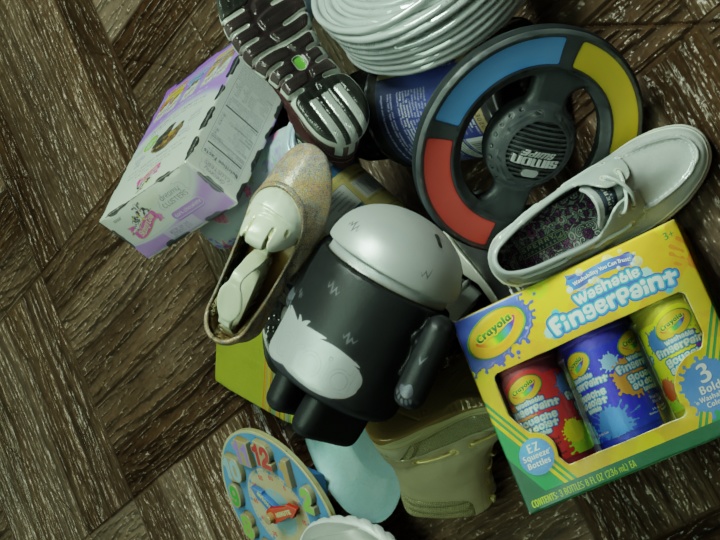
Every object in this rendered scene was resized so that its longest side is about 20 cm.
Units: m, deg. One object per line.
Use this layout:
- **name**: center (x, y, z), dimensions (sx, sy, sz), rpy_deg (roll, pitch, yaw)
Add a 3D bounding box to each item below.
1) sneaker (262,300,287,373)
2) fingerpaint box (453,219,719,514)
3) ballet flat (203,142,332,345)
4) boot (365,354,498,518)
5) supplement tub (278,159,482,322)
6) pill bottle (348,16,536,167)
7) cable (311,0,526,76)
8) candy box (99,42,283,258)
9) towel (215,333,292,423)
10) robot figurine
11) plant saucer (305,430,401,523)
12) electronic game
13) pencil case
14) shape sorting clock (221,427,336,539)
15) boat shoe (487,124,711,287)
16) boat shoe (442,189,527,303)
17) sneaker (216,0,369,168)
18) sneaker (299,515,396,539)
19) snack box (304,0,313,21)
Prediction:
- **sneaker**: center (-0.062, 0.045, 1.323), dimensions (0.201, 0.073, 0.081), rpy_deg (-83, 7, -53)
- **fingerpaint box**: center (0.197, 0.078, 1.052), dimensions (0.199, 0.073, 0.168), rpy_deg (-25, 78, 17)
- **ballet flat**: center (-0.082, -0.015, 1.129), dimensions (0.068, 0.067, 0.201), rpy_deg (31, 116, 17)
- **boot**: center (0.115, 0.149, 1.199), dimensions (0.156, 0.198, 0.073), rpy_deg (68, 180, -45)
- **supplement tub**: center (0.000, 0.000, 1.218), dimensions (0.200, 0.145, 0.145), rpy_deg (42, 127, 7)
- **pill bottle**: center (0.074, -0.151, 1.165), dimensions (0.199, 0.111, 0.113), rpy_deg (-5, 94, 45)
- **cable**: center (0.057, -0.253, 1.117), dimensions (0.198, 0.069, 0.201), rpy_deg (-2, 52, 37)
- **candy box**: center (-0.165, -0.131, 1.357), dimensions (0.071, 0.201, 0.167), rpy_deg (39, 140, -24)
- **towel**: center (-0.110, 0.102, 1.438), dimensions (0.199, 0.018, 0.087), rpy_deg (17, 105, 57)
- **robot figurine**: center (0.003, 0.044, 1.085), dimensions (0.149, 0.125, 0.201), rpy_deg (29, 99, 6)
- **plant saucer**: center (0.001, 0.152, 1.331), dimensions (0.200, 0.038, 0.203), rpy_deg (30, 127, 50)
- **electronic game**: center (0.136, -0.103, 1.059), dimensions (0.042, 0.198, 0.202), rpy_deg (-118, 41, -52)
- **pencil case**: center (-0.096, -0.094, 1.370), dimensions (0.199, 0.083, 0.092), rpy_deg (-28, 62, 44)
- **shape sorting clock**: center (-0.088, 0.264, 1.436), dimensions (0.199, 0.039, 0.202), rpy_deg (28, 130, 39)
- **boat shoe**: center (0.187, -0.052, 1.038), dimensions (0.198, 0.068, 0.073), rpy_deg (-25, 86, 8)
- **boat shoe**: center (0.151, 0.011, 1.149), dimensions (0.200, 0.073, 0.061), rpy_deg (51, 124, 29)
- **sneaker**: center (-0.064, -0.169, 1.164), dimensions (0.201, 0.075, 0.116), rpy_deg (59, 168, 18)
- **sneaker**: center (0.016, 0.306, 1.296), dimensions (0.198, 0.082, 0.075), rpy_deg (16, 138, 31)
- **snack box**: center (-0.071, -0.328, 1.246), dimensions (0.201, 0.067, 0.170), rpy_deg (-108, 34, -55)
